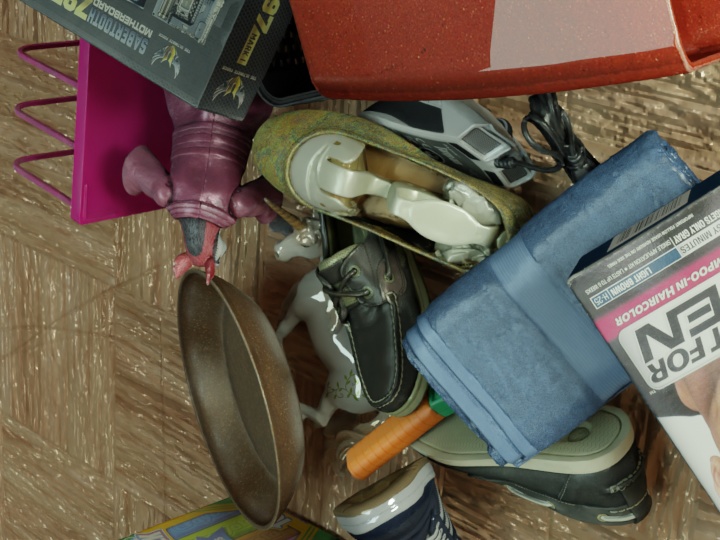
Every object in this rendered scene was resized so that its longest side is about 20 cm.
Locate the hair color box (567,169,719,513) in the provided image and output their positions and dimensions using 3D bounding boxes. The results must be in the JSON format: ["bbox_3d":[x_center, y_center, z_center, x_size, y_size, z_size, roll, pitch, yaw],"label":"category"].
[{"bbox_3d":[0.206,0.056,0.707,0.100,0.061,0.200,-34,92,22],"label":"hair color box"}]

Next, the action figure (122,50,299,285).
[{"bbox_3d":[-0.097,-0.089,0.951,0.149,0.134,0.201,128,146,-73],"label":"action figure"}]

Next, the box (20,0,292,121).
[{"bbox_3d":[-0.122,-0.206,0.854,0.200,0.051,0.158,32,102,31],"label":"box"}]

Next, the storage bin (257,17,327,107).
[{"bbox_3d":[-0.008,-0.215,0.881,0.135,0.094,0.201,-4,97,46],"label":"storage bin"}]

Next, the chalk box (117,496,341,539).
[{"bbox_3d":[-0.125,0.274,1.059,0.124,0.200,0.125,18,114,41],"label":"chalk box"}]

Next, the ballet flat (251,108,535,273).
[{"bbox_3d":[0.016,-0.050,0.852,0.200,0.071,0.071,23,120,11],"label":"ballet flat"}]

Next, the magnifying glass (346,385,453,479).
[{"bbox_3d":[0.063,0.073,0.885,0.200,0.022,0.080,-43,30,27],"label":"magnifying glass"}]

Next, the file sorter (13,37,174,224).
[{"bbox_3d":[-0.186,-0.160,1.045,0.125,0.139,0.201,28,120,39],"label":"file sorter"}]

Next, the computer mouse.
[{"bbox_3d":[0.075,-0.087,0.847,0.200,0.110,0.044,19,78,48],"label":"computer mouse"}]

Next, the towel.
[{"bbox_3d":[0.127,0.019,0.783,0.200,0.049,0.112,-41,88,22],"label":"towel"}]

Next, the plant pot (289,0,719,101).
[{"bbox_3d":[0.063,-0.173,0.634,0.176,0.200,0.201,-13,95,26],"label":"plant pot"}]

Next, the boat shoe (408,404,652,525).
[{"bbox_3d":[0.102,0.121,0.885,0.200,0.072,0.068,5,134,51],"label":"boat shoe"}]

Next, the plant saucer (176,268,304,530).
[{"bbox_3d":[-0.086,0.092,1.014,0.200,0.037,0.201,46,144,50],"label":"plant saucer"}]

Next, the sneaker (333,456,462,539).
[{"bbox_3d":[0.039,0.189,0.911,0.109,0.070,0.200,62,178,9],"label":"sneaker"}]

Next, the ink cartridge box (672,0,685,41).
[{"bbox_3d":[0.089,-0.210,0.755,0.164,0.075,0.201,-9,96,19],"label":"ink cartridge box"}]

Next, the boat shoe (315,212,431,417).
[{"bbox_3d":[0.001,-0.001,0.914,0.072,0.066,0.201,-28,61,48],"label":"boat shoe"}]

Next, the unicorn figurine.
[{"bbox_3d":[-0.028,0.043,1.000,0.137,0.074,0.200,-33,93,45],"label":"unicorn figurine"}]
